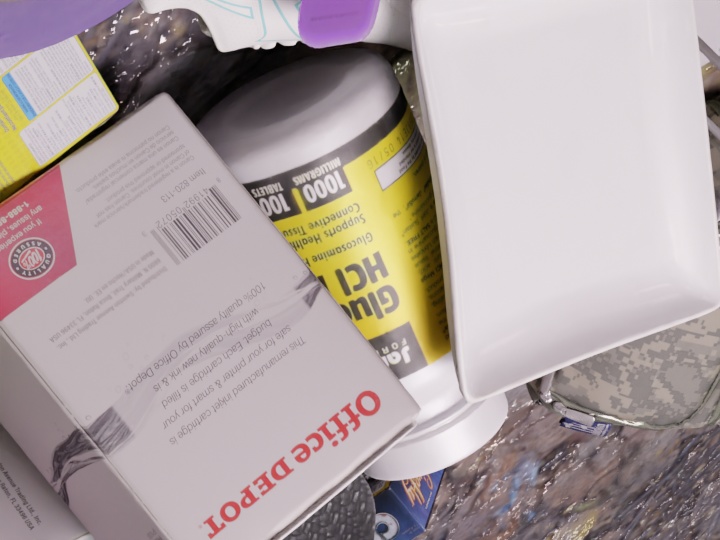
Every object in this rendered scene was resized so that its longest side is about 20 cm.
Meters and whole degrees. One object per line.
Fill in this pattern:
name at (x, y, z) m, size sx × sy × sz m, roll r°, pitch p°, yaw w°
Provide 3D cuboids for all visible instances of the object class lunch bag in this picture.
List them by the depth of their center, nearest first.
lunch bag at (0.198, 0.002, 1.622) m, size 0.167 × 0.140 × 0.201 m, roll -3°, pitch 134°, yaw -25°

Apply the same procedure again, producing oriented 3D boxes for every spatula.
spatula at (-0.005, -0.198, 1.160) m, size 0.056 × 0.020 × 0.202 m, roll -16°, pitch 112°, yaw -47°

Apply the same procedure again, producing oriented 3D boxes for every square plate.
square plate at (0.102, -0.055, 1.304) m, size 0.197 × 0.028 × 0.202 m, roll -18°, pitch 105°, yaw -41°

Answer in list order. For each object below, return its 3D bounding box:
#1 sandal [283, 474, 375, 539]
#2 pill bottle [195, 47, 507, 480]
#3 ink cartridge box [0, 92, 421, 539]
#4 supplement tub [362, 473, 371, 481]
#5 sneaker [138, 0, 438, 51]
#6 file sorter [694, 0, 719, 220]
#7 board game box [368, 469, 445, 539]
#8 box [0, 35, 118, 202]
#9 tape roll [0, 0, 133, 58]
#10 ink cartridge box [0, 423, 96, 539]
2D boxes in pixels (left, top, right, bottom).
sandal at (-0.029, 0.162, 1.389) m, size 0.075 × 0.048 × 0.201 m, roll -36°, pitch 143°, yaw -22°
pill bottle at (0.000, 0.000, 1.310) m, size 0.112 × 0.112 × 0.201 m, roll -32°, pitch 112°, yaw -17°
ink cartridge box at (-0.092, 0.042, 1.223) m, size 0.146 × 0.200 × 0.083 m, roll -37°, pitch 176°, yaw -30°
supplement tub at (-0.043, 0.077, 1.437) m, size 0.200 × 0.123 × 0.123 m, roll -40°, pitch 150°, yaw -3°
sneaker at (-0.035, -0.140, 1.235) m, size 0.080 × 0.071 × 0.200 m, roll -45°, pitch 144°, yaw 21°
file sorter at (0.171, -0.099, 1.462) m, size 0.199 × 0.125 × 0.139 m, roll -30°, pitch 148°, yaw -21°
board game box at (-0.037, 0.158, 1.511) m, size 0.200 × 0.035 × 0.136 m, roll -36°, pitch -168°, yaw 22°
box at (-0.211, -0.051, 1.153) m, size 0.200 × 0.048 × 0.117 m, roll -40°, pitch 151°, yaw -8°
tape roll at (-0.139, -0.186, 1.027) m, size 0.199 × 0.085 × 0.201 m, roll -29°, pitch 147°, yaw -21°
ink cartridge box at (-0.164, 0.097, 1.296) m, size 0.199 × 0.146 × 0.084 m, roll -24°, pitch 148°, yaw -27°
